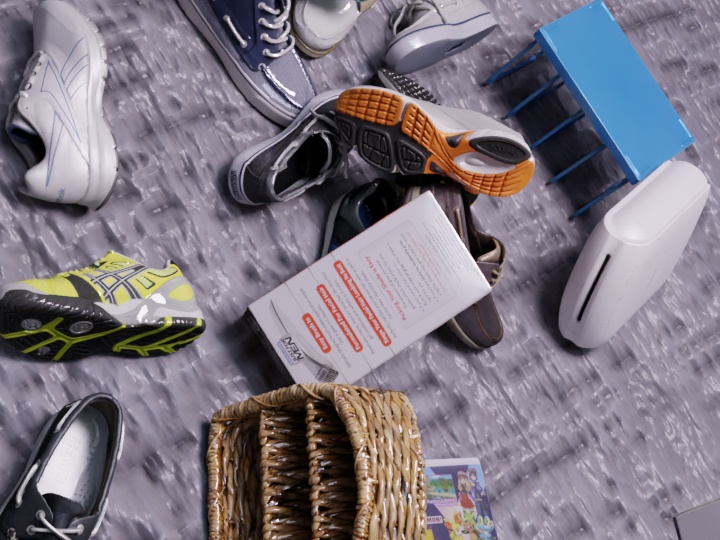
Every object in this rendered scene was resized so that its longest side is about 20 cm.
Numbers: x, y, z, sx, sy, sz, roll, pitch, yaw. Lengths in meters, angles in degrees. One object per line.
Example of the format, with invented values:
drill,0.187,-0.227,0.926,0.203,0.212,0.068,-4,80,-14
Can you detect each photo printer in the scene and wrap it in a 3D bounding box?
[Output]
photo printer,0.293,-0.014,1.533,0.069,0.167,0.200,34,42,19

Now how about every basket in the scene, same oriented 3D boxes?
basket,-0.037,0.194,1.150,0.148,0.143,0.202,10,62,-22

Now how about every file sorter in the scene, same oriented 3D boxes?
file sorter,0.259,-0.184,1.627,0.138,0.122,0.201,-32,88,-44

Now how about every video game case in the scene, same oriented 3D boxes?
video game case,0.050,0.264,1.280,0.199,0.023,0.184,3,64,-36

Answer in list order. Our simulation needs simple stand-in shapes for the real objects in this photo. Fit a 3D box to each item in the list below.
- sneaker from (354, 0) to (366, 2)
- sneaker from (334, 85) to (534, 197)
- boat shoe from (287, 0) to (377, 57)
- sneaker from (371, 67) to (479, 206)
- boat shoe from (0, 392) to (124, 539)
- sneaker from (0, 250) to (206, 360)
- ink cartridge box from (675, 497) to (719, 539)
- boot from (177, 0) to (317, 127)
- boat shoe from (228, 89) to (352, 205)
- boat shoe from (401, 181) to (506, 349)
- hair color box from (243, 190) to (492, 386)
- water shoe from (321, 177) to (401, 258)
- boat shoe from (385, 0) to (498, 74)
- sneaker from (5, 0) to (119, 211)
sneaker,-0.036,-0.363,1.469,0.198,0.078,0.141,19,54,9
sneaker,0.071,-0.130,1.362,0.198,0.076,0.092,21,21,-1
boat shoe,-0.014,-0.309,1.515,0.075,0.068,0.201,41,48,-14
sneaker,0.054,-0.129,1.472,0.070,0.090,0.200,12,33,-47
boat shoe,-0.234,0.181,1.072,0.075,0.060,0.201,27,52,-24
sneaker,-0.222,0.026,1.169,0.199,0.075,0.077,8,53,-47
ink cartridge box,0.449,0.321,1.523,0.199,0.084,0.146,6,63,-37
boot,-0.096,-0.236,1.394,0.200,0.090,0.073,48,46,-6
boat shoe,-0.041,-0.121,1.373,0.199,0.068,0.074,-32,120,-43
boat shoe,0.107,-0.002,1.396,0.201,0.073,0.075,60,26,-33
hair color box,0.006,0.029,1.282,0.199,0.064,0.111,-32,88,-12
water shoe,0.000,0.000,1.347,0.071,0.079,0.202,19,56,-29
boat shoe,0.077,-0.283,1.571,0.201,0.074,0.086,-30,84,-48
sneaker,-0.266,-0.150,1.227,0.086,0.074,0.202,1,65,-33
